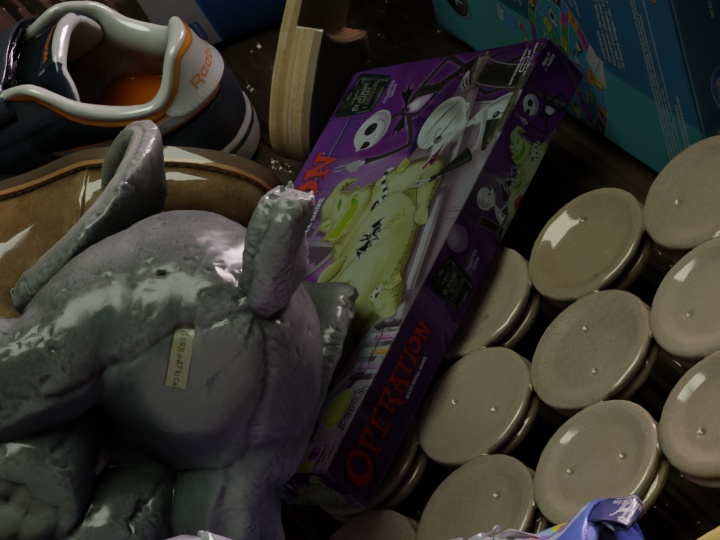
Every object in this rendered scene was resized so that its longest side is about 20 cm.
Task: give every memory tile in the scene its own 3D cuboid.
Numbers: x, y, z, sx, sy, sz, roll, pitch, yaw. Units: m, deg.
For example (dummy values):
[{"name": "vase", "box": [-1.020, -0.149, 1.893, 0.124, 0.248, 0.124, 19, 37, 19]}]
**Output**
[{"name": "memory tile", "box": [0.064, 0.041, 0.803, 0.199, 0.017, 0.154, -27, 40, 27]}]

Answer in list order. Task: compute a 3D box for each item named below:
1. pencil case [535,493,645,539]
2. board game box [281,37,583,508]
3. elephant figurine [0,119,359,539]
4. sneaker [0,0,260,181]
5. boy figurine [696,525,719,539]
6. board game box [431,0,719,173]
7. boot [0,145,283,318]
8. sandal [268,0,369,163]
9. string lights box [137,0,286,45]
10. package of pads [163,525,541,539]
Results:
[{"name": "pencil case", "box": [0.008, 0.134, 0.729, 0.199, 0.087, 0.079, -18, 80, 19]}, {"name": "board game box", "box": [0.000, 0.000, 0.874, 0.120, 0.032, 0.201, -10, 46, 52]}, {"name": "elephant figurine", "box": [-0.075, 0.019, 0.809, 0.154, 0.142, 0.200, -11, 21, 5]}, {"name": "sneaker", "box": [-0.149, -0.073, 1.006, 0.199, 0.080, 0.079, -9, 48, 15]}, {"name": "boy figurine", "box": [0.192, 0.080, 0.680, 0.199, 0.065, 0.125, -23, 43, 13]}, {"name": "board game box", "box": [0.083, -0.129, 0.874, 0.047, 0.152, 0.200, -33, 41, -14]}, {"name": "boot", "box": [-0.125, -0.004, 0.954, 0.199, 0.074, 0.076, -9, 60, 18]}, {"name": "sandal", "box": [-0.026, -0.156, 0.961, 0.069, 0.078, 0.213, 13, 94, 22]}, {"name": "string lights box", "box": [-0.009, -0.182, 1.052, 0.199, 0.059, 0.103, -18, 44, 17]}, {"name": "package of pads", "box": [-0.004, 0.174, 0.642, 0.120, 0.076, 0.202, -4, 83, 29]}]
